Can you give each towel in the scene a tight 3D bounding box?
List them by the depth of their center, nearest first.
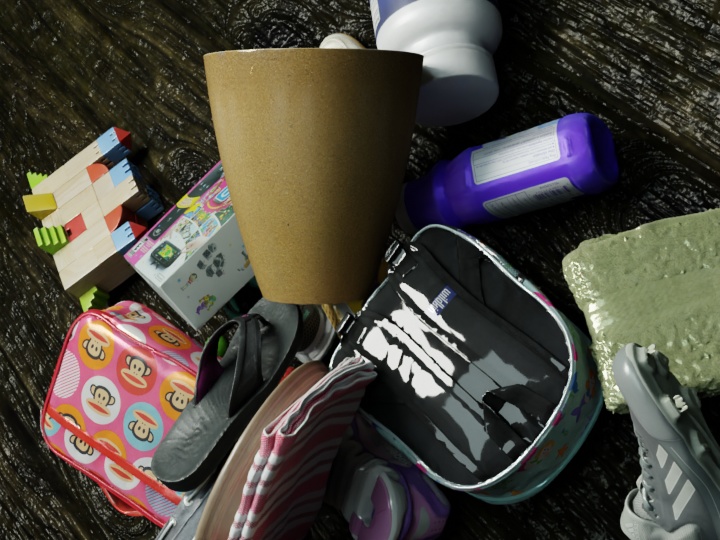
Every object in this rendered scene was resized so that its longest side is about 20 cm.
[{"bbox_3d":[0.262,0.024,0.836,0.196,0.037,0.151,-15,61,5],"label":"towel"},{"bbox_3d":[-0.054,0.173,0.859,0.030,0.146,0.203,27,118,16],"label":"towel"}]

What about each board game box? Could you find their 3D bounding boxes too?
[{"bbox_3d":[-0.123,-0.049,1.081,0.200,0.065,0.147,-45,27,-10],"label":"board game box"}]

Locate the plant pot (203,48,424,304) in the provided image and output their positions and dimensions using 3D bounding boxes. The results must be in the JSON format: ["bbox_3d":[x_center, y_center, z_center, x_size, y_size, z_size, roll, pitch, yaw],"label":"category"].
[{"bbox_3d":[-0.037,-0.078,0.940,0.184,0.185,0.204,3,97,36],"label":"plant pot"}]

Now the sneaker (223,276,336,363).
[{"bbox_3d":[-0.111,0.018,1.108,0.198,0.091,0.079,28,92,38],"label":"sneaker"}]

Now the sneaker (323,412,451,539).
[{"bbox_3d":[0.016,0.179,0.984,0.200,0.087,0.082,43,121,58],"label":"sneaker"}]

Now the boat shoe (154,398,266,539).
[{"bbox_3d":[-0.120,0.179,0.947,0.067,0.072,0.202,29,89,15],"label":"boat shoe"}]

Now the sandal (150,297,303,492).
[{"bbox_3d":[-0.110,0.089,0.936,0.074,0.048,0.202,4,50,37],"label":"sandal"}]

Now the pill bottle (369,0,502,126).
[{"bbox_3d":[0.068,-0.244,1.037,0.118,0.119,0.204,-21,65,29],"label":"pill bottle"}]

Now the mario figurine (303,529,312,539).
[{"bbox_3d":[-0.130,0.303,1.032,0.198,0.105,0.126,-24,66,26],"label":"mario figurine"}]

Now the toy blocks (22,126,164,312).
[{"bbox_3d":[-0.289,-0.066,1.270,0.136,0.100,0.202,-33,59,10],"label":"toy blocks"}]

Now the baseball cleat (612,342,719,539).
[{"bbox_3d":[0.213,0.143,0.789,0.106,0.201,0.070,-30,19,28],"label":"baseball cleat"}]

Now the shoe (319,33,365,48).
[{"bbox_3d":[-0.010,-0.157,1.110,0.069,0.053,0.203,-27,62,26],"label":"shoe"}]

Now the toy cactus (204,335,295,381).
[{"bbox_3d":[-0.151,0.149,1.109,0.197,0.102,0.169,7,91,27],"label":"toy cactus"}]

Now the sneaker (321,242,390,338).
[{"bbox_3d":[0.000,0.000,1.055,0.089,0.076,0.201,-21,46,-8],"label":"sneaker"}]

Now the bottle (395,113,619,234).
[{"bbox_3d":[0.121,-0.078,0.975,0.197,0.083,0.067,-16,77,32],"label":"bottle"}]

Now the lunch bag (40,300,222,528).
[{"bbox_3d":[-0.198,0.144,1.041,0.198,0.082,0.179,28,106,17],"label":"lunch bag"}]

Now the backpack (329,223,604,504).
[{"bbox_3d":[0.095,0.085,0.901,0.179,0.150,0.200,-53,48,3],"label":"backpack"}]

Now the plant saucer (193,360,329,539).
[{"bbox_3d":[-0.070,0.169,0.910,0.029,0.200,0.203,26,92,15],"label":"plant saucer"}]
